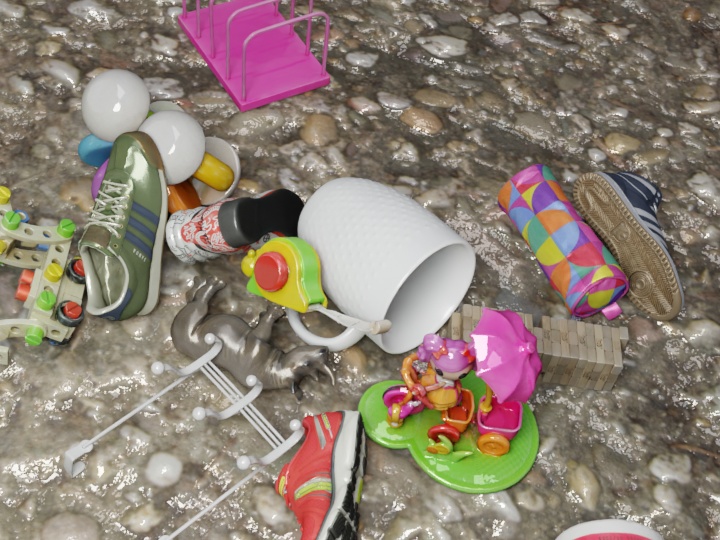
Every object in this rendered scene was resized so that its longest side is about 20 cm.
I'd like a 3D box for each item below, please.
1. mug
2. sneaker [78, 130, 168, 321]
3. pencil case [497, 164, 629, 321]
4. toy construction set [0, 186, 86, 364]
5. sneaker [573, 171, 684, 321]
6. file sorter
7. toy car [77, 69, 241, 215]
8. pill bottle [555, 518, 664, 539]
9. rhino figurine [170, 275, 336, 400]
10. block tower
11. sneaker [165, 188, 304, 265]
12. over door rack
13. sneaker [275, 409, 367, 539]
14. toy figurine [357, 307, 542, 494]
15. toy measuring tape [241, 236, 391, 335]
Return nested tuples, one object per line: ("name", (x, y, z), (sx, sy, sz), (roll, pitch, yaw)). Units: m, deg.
("mug", (0.000, 0.000, 1.192), (0.200, 0.148, 0.175), (-48, 60, -3))
("sneaker", (-0.255, -0.043, 1.131), (0.066, 0.203, 0.090), (8, 13, 26))
("pencil case", (0.241, -0.033, 1.284), (0.087, 0.089, 0.201), (-15, 57, -20))
("toy construction set", (-0.359, 0.015, 1.141), (0.130, 0.092, 0.202), (23, 55, -22))
("sneaker", (0.346, -0.038, 1.309), (0.108, 0.070, 0.202), (-14, 70, -50))
("file sorter", (-0.143, -0.341, 1.442), (0.138, 0.126, 0.201), (-22, 57, -24))
("toy car", (-0.248, -0.125, 1.251), (0.199, 0.175, 0.151), (37, 92, 18))
("pill bottle", (0.229, 0.338, 0.960), (0.109, 0.111, 0.202), (8, 50, -2))
("rhino figurine", (-0.114, 0.080, 1.146), (0.198, 0.060, 0.088), (25, 72, 11))
("block tower", (0.197, 0.087, 1.195), (0.197, 0.054, 0.058), (7, 51, -3))
("sneaker", (-0.140, -0.049, 1.217), (0.107, 0.201, 0.068), (-11, 90, 22))
("over door rack", (-0.173, 0.168, 1.041), (0.199, 0.067, 0.148), (-40, 65, -19))
("sneaker", (-0.045, 0.226, 1.047), (0.084, 0.078, 0.201), (-2, 44, 14))
("toy figurine", (0.103, 0.108, 1.079), (0.197, 0.185, 0.151), (12, 50, 2))
("toy measuring tape", (-0.049, 0.008, 1.115), (0.198, 0.074, 0.074), (18, 47, 35))
